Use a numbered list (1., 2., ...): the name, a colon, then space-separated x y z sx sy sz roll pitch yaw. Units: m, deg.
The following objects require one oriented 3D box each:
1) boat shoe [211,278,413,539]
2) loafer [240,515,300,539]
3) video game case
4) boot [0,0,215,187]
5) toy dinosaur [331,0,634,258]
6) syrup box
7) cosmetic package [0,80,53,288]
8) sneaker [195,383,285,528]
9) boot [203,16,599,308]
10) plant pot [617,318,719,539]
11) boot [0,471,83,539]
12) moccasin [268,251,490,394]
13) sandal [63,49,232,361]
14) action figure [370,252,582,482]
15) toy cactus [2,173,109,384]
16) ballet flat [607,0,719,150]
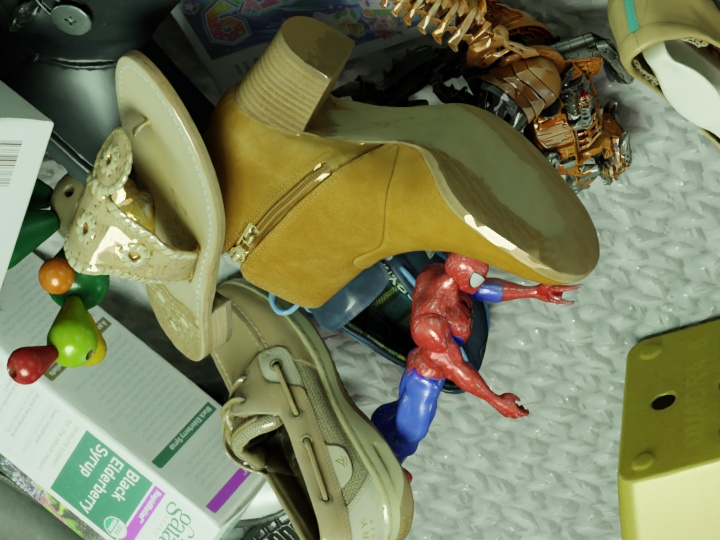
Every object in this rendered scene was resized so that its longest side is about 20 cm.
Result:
1. boat shoe: -0.045 0.079 1.416 0.064 0.200 0.072 -16 136 -28
2. loafer: -0.061 0.197 1.626 0.200 0.071 0.073 -41 98 20
3. video game case: -0.049 -0.181 1.278 0.142 0.018 0.200 -16 132 18
4. boot: -0.111 -0.116 1.281 0.199 0.077 0.168 33 143 -13
5. toy dinosaur: 0.064 -0.094 1.314 0.135 0.102 0.200 -31 119 17
6. syrup box: -0.153 0.088 1.454 0.200 0.081 0.079 39 130 5
7. cosmetic package: -0.242 -0.019 1.289 0.051 0.151 0.201 -1 119 -47
8. sneaker: -0.102 0.108 1.529 0.199 0.074 0.089 -17 133 20
9. boot: 0.011 -0.024 1.263 0.201 0.071 0.144 36 134 5
10. plant pot: 0.243 0.131 1.456 0.199 0.200 0.177 -16 120 19
11. boot: -0.233 0.202 1.635 0.199 0.073 0.182 22 119 -26
12. moccasin: 0.000 0.000 1.418 0.199 0.068 0.080 29 130 -23
13. sandal: -0.113 -0.012 1.273 0.069 0.078 0.212 -35 148 -20
14. action figure: 0.059 0.065 1.397 0.098 0.066 0.201 10 133 -4
15. toy cactus: -0.175 -0.014 1.371 0.164 0.200 0.103 -22 126 -28
16. ballet flat: 0.200 -0.080 1.329 0.199 0.063 0.069 34 128 -27
